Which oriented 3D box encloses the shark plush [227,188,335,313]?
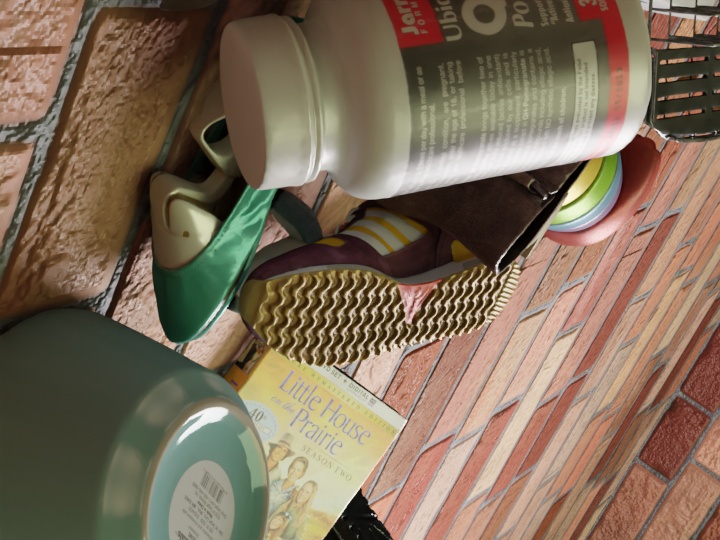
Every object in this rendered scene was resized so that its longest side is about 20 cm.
[{"bbox_3d":[-0.006,0.026,0.891,0.199,0.083,0.091,23,108,-43],"label":"shark plush"}]

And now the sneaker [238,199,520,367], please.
[{"bbox_3d":[0.000,0.000,0.820,0.199,0.090,0.075,-3,128,-38],"label":"sneaker"}]

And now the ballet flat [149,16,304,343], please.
[{"bbox_3d":[-0.078,-0.055,0.742,0.070,0.067,0.201,23,102,-43],"label":"ballet flat"}]

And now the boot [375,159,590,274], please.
[{"bbox_3d":[0.076,-0.114,0.817,0.201,0.166,0.072,-54,159,-7],"label":"boot"}]

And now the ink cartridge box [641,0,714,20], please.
[{"bbox_3d":[0.145,-0.241,0.782,0.199,0.087,0.146,5,105,-49],"label":"ink cartridge box"}]

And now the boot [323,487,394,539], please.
[{"bbox_3d":[-0.067,0.227,1.103,0.162,0.199,0.073,-30,-172,19],"label":"boot"}]

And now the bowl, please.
[{"bbox_3d":[-0.121,0.121,0.714,0.200,0.104,0.202,1,89,-61],"label":"bowl"}]

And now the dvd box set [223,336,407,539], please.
[{"bbox_3d":[-0.073,0.154,0.988,0.146,0.029,0.200,39,86,-35],"label":"dvd box set"}]

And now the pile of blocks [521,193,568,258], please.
[{"bbox_3d":[0.077,-0.079,0.889,0.082,0.201,0.062,12,130,-18],"label":"pile of blocks"}]

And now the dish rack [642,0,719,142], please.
[{"bbox_3d":[0.219,-0.174,0.777,0.153,0.054,0.202,-13,110,-43],"label":"dish rack"}]

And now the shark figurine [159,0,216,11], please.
[{"bbox_3d":[0.012,-0.176,0.661,0.214,0.128,0.090,-45,167,-21],"label":"shark figurine"}]

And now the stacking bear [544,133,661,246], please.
[{"bbox_3d":[0.153,-0.100,1.095,0.200,0.121,0.114,31,79,-59],"label":"stacking bear"}]

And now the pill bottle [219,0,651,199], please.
[{"bbox_3d":[0.035,-0.097,0.673,0.199,0.111,0.111,-12,142,-18],"label":"pill bottle"}]
